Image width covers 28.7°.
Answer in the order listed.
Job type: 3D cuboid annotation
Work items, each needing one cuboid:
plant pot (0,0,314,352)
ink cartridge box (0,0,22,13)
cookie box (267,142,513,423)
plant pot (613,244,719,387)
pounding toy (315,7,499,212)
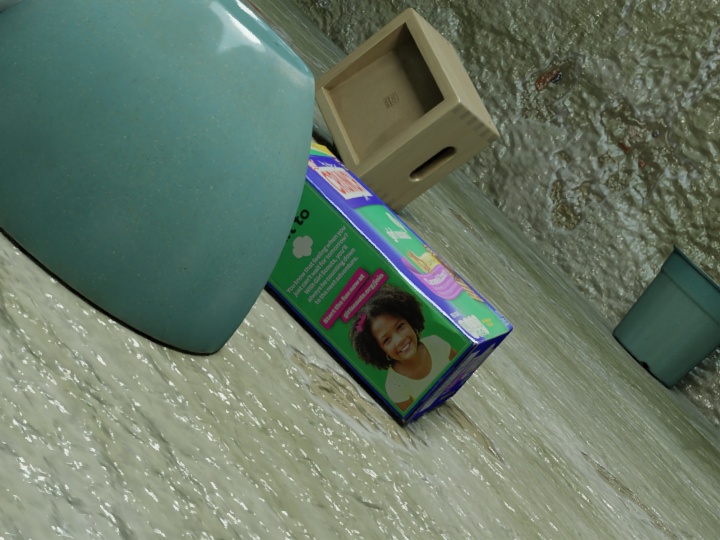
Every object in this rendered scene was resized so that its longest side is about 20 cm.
[{"bbox_3d":[-0.101,-0.077,0.708,0.200,0.135,0.200,41,9,-8],"label":"plant pot"},{"bbox_3d":[-0.226,-0.190,0.733,0.147,0.082,0.200,62,8,-3],"label":"ink cartridge box"},{"bbox_3d":[0.000,0.000,0.962,0.200,0.075,0.171,44,10,9],"label":"cookie box"},{"bbox_3d":[0.576,0.093,2.554,0.200,0.196,0.200,41,9,-8],"label":"plant pot"},{"bbox_3d":[0.040,-0.178,1.671,0.142,0.199,0.185,31,30,-51],"label":"pounding toy"}]
